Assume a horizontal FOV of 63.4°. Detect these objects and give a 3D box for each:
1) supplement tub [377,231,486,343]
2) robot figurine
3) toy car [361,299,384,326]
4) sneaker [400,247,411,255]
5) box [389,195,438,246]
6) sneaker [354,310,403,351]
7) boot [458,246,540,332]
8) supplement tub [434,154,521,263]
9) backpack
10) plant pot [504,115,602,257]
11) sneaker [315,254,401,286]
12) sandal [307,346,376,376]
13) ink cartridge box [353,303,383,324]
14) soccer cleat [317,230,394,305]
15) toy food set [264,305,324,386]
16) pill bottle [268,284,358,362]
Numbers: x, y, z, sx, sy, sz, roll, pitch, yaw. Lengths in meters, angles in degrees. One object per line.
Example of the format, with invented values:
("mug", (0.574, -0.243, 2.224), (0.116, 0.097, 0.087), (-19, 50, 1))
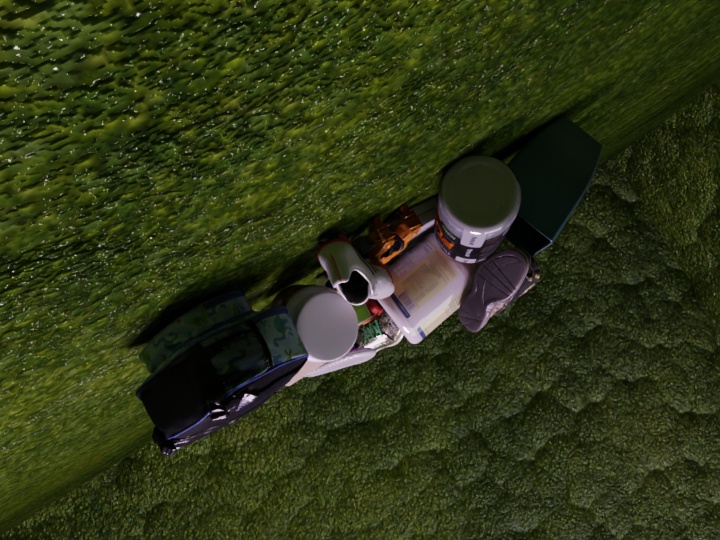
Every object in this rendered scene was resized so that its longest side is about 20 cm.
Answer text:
("supplement tub", (0.130, 0.021, 1.089), (0.199, 0.146, 0.145), (-39, 174, -1))
("robot figurine", (0.012, -0.028, 0.972), (0.143, 0.059, 0.199), (-25, 170, -43))
("toy car", (0.042, 0.069, 1.436), (0.197, 0.176, 0.151), (-29, 149, -13))
("sneaker", (0.064, -0.017, 1.252), (0.196, 0.077, 0.088), (-26, -172, 10))
("box", (0.114, -0.087, 1.089), (0.198, 0.042, 0.156), (-29, 172, -34))
("sneaker", (0.021, 0.142, 1.263), (0.087, 0.078, 0.200), (1, 145, -48))
("boot", (0.261, 0.011, 1.017), (0.149, 0.073, 0.202), (-29, 153, -37))
("supplement tub", (0.178, -0.086, 0.922), (0.121, 0.124, 0.200), (-30, 165, -4))
("backpack", (-0.176, 0.117, 0.766), (0.182, 0.149, 0.198), (-37, 167, 39))
("plant pot", (0.323, -0.156, 1.032), (0.201, 0.140, 0.141), (-50, 173, -7))
("sneaker", (0.000, 0.000, 1.137), (0.196, 0.075, 0.091), (-6, 121, -38))
("sandal", (-0.060, 0.185, 1.250), (0.199, 0.051, 0.082), (-21, 162, 27))
("ink cartridge box", (-0.044, 0.106, 1.289), (0.147, 0.077, 0.199), (-36, 174, 26))
("soccer cleat", (0.000, 0.018, 0.851), (0.067, 0.087, 0.200), (-25, 150, 15))
("toy food set", (-0.150, 0.148, 1.154), (0.142, 0.061, 0.199), (-33, 135, 23))
("pill bottle", (-0.078, 0.081, 0.919), (0.112, 0.116, 0.199), (-28, -172, -17))
